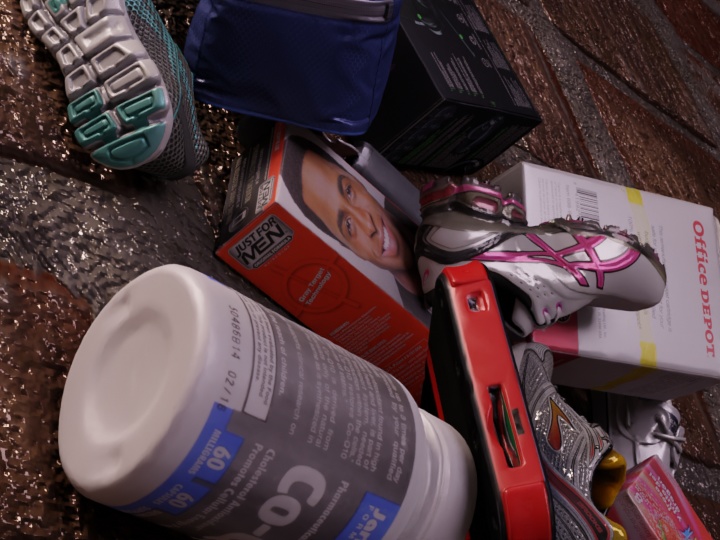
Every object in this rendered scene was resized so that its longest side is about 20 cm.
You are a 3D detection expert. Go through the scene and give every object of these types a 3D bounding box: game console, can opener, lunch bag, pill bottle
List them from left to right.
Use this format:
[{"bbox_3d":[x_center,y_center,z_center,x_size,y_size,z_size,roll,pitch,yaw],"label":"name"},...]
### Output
[{"bbox_3d":[-0.039,0.087,0.651,0.199,0.113,0.115,30,35,-37],"label":"pill bottle"},{"bbox_3d":[-0.038,-0.189,0.887,0.134,0.134,0.201,12,23,-4],"label":"lunch bag"},{"bbox_3d":[-0.011,-0.057,0.954,0.200,0.053,0.067,41,61,-25],"label":"can opener"},{"bbox_3d":[0.068,0.116,0.759,0.031,0.178,0.202,-5,48,-6],"label":"game console"}]

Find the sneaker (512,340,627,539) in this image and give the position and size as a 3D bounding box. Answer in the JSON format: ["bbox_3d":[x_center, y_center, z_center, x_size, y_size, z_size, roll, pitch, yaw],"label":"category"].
[{"bbox_3d":[0.126,0.123,0.833,0.201,0.081,0.079,-91,169,-49],"label":"sneaker"}]

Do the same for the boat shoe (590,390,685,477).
[{"bbox_3d":[0.234,0.134,1.086,0.073,0.065,0.201,38,31,-28],"label":"boat shoe"}]

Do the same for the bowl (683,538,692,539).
[{"bbox_3d":[0.149,0.258,0.725,0.200,0.104,0.204,-13,90,-70],"label":"bowl"}]

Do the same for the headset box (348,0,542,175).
[{"bbox_3d":[0.040,-0.180,1.113,0.199,0.092,0.176,-2,60,-58],"label":"headset box"}]

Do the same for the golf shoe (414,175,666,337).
[{"bbox_3d":[0.122,0.006,0.897,0.197,0.072,0.093,15,70,-23],"label":"golf shoe"}]

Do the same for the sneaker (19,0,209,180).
[{"bbox_3d":[-0.147,-0.136,0.806,0.091,0.077,0.202,34,33,-62],"label":"sneaker"}]

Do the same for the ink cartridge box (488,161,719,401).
[{"bbox_3d":[0.186,0.014,1.023,0.198,0.083,0.147,11,67,-27],"label":"ink cartridge box"}]

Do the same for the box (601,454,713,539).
[{"bbox_3d":[0.201,0.241,0.869,0.201,0.102,0.094,58,25,7],"label":"box"}]

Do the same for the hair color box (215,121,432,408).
[{"bbox_3d":[0.000,0.000,0.874,0.199,0.061,0.102,39,31,-26],"label":"hair color box"}]
